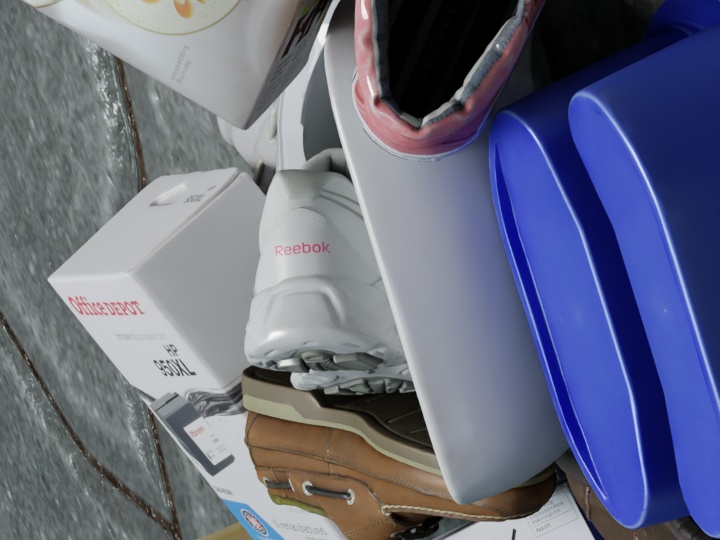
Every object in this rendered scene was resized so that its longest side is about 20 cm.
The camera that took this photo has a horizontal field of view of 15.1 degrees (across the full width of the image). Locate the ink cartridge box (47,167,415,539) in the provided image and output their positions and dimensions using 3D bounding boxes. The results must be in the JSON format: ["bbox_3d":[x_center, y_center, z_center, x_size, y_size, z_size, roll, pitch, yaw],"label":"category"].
[{"bbox_3d":[-0.052,0.052,1.369,0.200,0.084,0.145,53,161,-13],"label":"ink cartridge box"}]

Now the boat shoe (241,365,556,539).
[{"bbox_3d":[0.020,0.089,1.215,0.200,0.072,0.068,17,113,55],"label":"boat shoe"}]

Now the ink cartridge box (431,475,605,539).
[{"bbox_3d":[0.063,0.161,1.233,0.200,0.044,0.094,-31,85,46],"label":"ink cartridge box"}]

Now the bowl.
[{"bbox_3d":[0.051,-0.021,1.087,0.200,0.074,0.200,-68,-36,-75],"label":"bowl"}]

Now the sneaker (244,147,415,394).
[{"bbox_3d":[0.000,0.000,1.159,0.200,0.078,0.100,50,-142,-79],"label":"sneaker"}]

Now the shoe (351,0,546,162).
[{"bbox_3d":[0.050,-0.134,0.940,0.091,0.071,0.200,63,-132,-90],"label":"shoe"}]

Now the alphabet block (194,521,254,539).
[{"bbox_3d":[-0.049,0.270,1.482,0.196,0.200,0.196,52,152,35],"label":"alphabet block"}]

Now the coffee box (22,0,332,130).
[{"bbox_3d":[-0.041,-0.171,1.008,0.114,0.080,0.200,31,122,4],"label":"coffee box"}]

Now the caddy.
[{"bbox_3d":[0.130,0.001,0.955,0.141,0.105,0.200,-5,104,68],"label":"caddy"}]

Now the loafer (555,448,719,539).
[{"bbox_3d":[0.149,0.102,1.066,0.200,0.073,0.071,33,149,63],"label":"loafer"}]

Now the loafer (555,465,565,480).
[{"bbox_3d":[0.034,0.055,1.278,0.200,0.063,0.072,62,157,17],"label":"loafer"}]

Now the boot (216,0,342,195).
[{"bbox_3d":[-0.032,-0.095,1.277,0.096,0.073,0.200,48,153,22],"label":"boot"}]
